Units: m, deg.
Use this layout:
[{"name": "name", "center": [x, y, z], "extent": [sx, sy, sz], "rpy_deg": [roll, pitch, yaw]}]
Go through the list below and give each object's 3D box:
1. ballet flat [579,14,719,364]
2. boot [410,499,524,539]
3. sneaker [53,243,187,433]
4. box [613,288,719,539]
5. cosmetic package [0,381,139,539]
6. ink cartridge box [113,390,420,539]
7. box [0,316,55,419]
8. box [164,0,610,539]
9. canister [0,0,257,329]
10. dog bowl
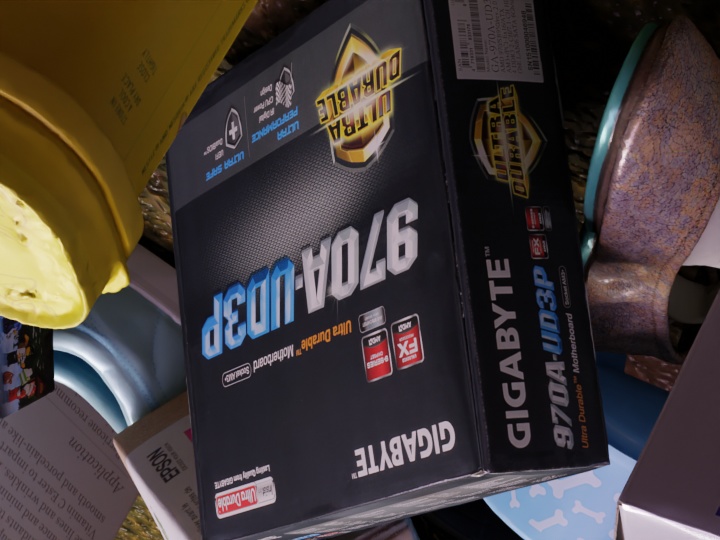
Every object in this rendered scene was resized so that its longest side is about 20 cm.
[{"name": "ballet flat", "center": [0.103, -0.019, 0.743], "extent": [0.067, 0.068, 0.200], "rpy_deg": [21, 165, 7]}, {"name": "boot", "center": [0.039, 0.100, 1.021], "extent": [0.200, 0.073, 0.151], "rpy_deg": [30, 154, -20]}, {"name": "sneaker", "center": [-0.155, 0.005, 1.030], "extent": [0.200, 0.082, 0.074], "rpy_deg": [30, 154, 1]}, {"name": "box", "center": [0.180, 0.024, 0.572], "extent": [0.176, 0.200, 0.097], "rpy_deg": [20, 153, 21]}, {"name": "cosmetic package", "center": [-0.232, 0.106, 1.165], "extent": [0.165, 0.200, 0.165], "rpy_deg": [4, 145, 43]}, {"name": "ink cartridge box", "center": [-0.014, 0.145, 0.962], "extent": [0.165, 0.075, 0.200], "rpy_deg": [65, 170, -22]}, {"name": "box", "center": [-0.217, -0.028, 1.004], "extent": [0.200, 0.038, 0.137], "rpy_deg": [14, 115, 30]}, {"name": "box", "center": [0.000, 0.000, 0.775], "extent": [0.046, 0.159, 0.200], "rpy_deg": [-1, 169, -28]}, {"name": "canister", "center": [-0.086, -0.102, 0.613], "extent": [0.148, 0.200, 0.087], "rpy_deg": [20, 154, 19]}, {"name": "dog bowl", "center": [0.124, 0.082, 0.824], "extent": [0.200, 0.050, 0.112], "rpy_deg": [23, -162, -19]}]
